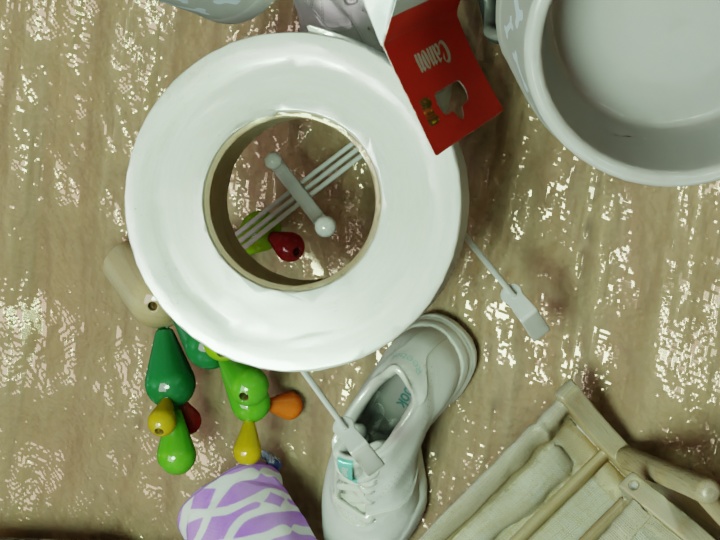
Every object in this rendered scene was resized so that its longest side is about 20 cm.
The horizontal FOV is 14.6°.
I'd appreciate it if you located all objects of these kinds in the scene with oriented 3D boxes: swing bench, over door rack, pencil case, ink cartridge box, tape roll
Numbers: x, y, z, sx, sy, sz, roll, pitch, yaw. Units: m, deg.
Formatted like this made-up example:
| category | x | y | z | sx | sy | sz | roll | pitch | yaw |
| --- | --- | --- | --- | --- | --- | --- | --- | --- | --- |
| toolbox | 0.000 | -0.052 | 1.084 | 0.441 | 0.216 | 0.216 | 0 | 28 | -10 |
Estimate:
| category | x | y | z | sx | sy | sz | roll | pitch | yaw |
| --- | --- | --- | --- | --- | --- | --- | --- | --- | --- |
| swing bench | 0.129 | 0.199 | 1.671 | 0.130 | 0.199 | 0.200 | 48 | 174 | -26 |
| over door rack | 0.000 | 0.000 | 1.729 | 0.148 | 0.067 | 0.200 | -38 | 72 | 1 |
| pencil case | -0.048 | 0.220 | 1.852 | 0.084 | 0.086 | 0.200 | -33 | 59 | 3 |
| ink cartridge box | 0.041 | -0.178 | 1.626 | 0.047 | 0.160 | 0.200 | -22 | 95 | 21 |
| tape roll | -0.036 | -0.042 | 1.662 | 0.202 | 0.071 | 0.203 | 0 | 93 | 7 |

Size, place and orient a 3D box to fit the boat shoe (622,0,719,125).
| category | x | y | z | sx | sy | sz | roll | pitch | yaw |
| --- | --- | --- | --- | --- | --- | --- | --- | --- | --- |
| boat shoe | 0.177 | -0.162 | 1.612 | 0.073 | 0.063 | 0.201 | 33 | 123 | 17 |

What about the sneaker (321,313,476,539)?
| category | x | y | z | sx | sy | sz | roll | pitch | yaw |
| --- | --- | --- | --- | --- | --- | --- | --- | --- | --- |
| sneaker | 0.006 | 0.121 | 1.817 | 0.075 | 0.088 | 0.200 | 30 | 122 | 18 |

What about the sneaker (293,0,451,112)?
| category | x | y | z | sx | sy | sz | roll | pitch | yaw |
| --- | --- | --- | --- | --- | --- | --- | --- | --- | --- |
| sneaker | -0.005 | -0.179 | 1.700 | 0.200 | 0.075 | 0.100 | 56 | 148 | 1 |

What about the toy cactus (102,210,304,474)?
| category | x | y | z | sx | sy | sz | roll | pitch | yaw |
| --- | --- | --- | --- | --- | --- | --- | --- | --- | --- |
| toy cactus | -0.105 | 0.031 | 1.866 | 0.165 | 0.102 | 0.200 | 40 | 130 | 36 |

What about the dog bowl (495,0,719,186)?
| category | x | y | z | sx | sy | sz | roll | pitch | yaw |
| --- | --- | --- | --- | --- | --- | --- | --- | --- | --- |
| dog bowl | 0.176 | -0.136 | 1.566 | 0.200 | 0.059 | 0.200 | -1 | 117 | -2 |

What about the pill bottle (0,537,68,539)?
| category | x | y | z | sx | sy | sz | roll | pitch | yaw |
| --- | --- | --- | --- | --- | --- | --- | --- | --- | --- |
| pill bottle | -0.214 | 0.249 | 1.990 | 0.200 | 0.116 | 0.117 | -2 | 108 | 33 |

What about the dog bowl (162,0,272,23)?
| category | x | y | z | sx | sy | sz | roll | pitch | yaw |
| --- | --- | --- | --- | --- | --- | --- | --- | --- | --- |
| dog bowl | -0.096 | -0.250 | 1.691 | 0.200 | 0.059 | 0.200 | -6 | 83 | 58 |

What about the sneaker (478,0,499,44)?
| category | x | y | z | sx | sy | sz | roll | pitch | yaw |
| --- | --- | --- | --- | --- | --- | --- | --- | --- | --- |
| sneaker | 0.090 | -0.224 | 1.631 | 0.077 | 0.082 | 0.200 | 1 | 109 | 32 |
